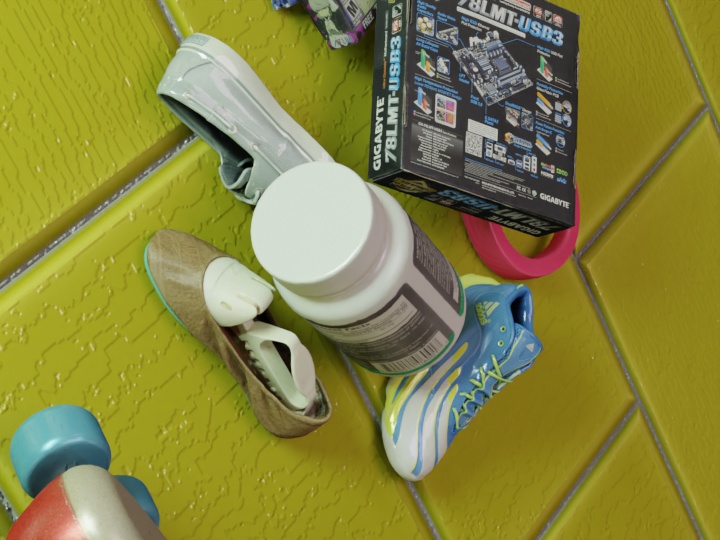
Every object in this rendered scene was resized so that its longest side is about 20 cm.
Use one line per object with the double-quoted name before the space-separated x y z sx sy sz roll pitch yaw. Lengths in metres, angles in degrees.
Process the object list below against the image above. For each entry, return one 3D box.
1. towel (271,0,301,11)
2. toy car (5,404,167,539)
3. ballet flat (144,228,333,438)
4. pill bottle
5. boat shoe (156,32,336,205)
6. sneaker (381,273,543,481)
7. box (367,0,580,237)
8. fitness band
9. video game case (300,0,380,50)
"towel" -0.066 -0.328 1.338 0.145 0.024 0.201 -41 115 -46
"toy car" -0.207 0.225 1.018 0.200 0.185 0.177 -30 141 -5
"ballet flat" -0.081 0.046 1.215 0.068 0.072 0.200 -50 118 -38
"pill bottle" 0.000 0.000 1.236 0.200 0.113 0.114 46 49 -60
"boat shoe" -0.083 -0.090 1.249 0.201 0.070 0.072 48 68 -30
"sneaker" 0.089 0.083 1.368 0.076 0.105 0.201 42 54 -34
"box" 0.099 -0.147 1.362 0.200 0.050 0.199 15 69 -37
"fitness band" 0.139 -0.090 1.507 0.143 0.037 0.201 -25 101 -44
"video game case" -0.014 -0.312 1.352 0.182 0.036 0.200 58 44 -25
